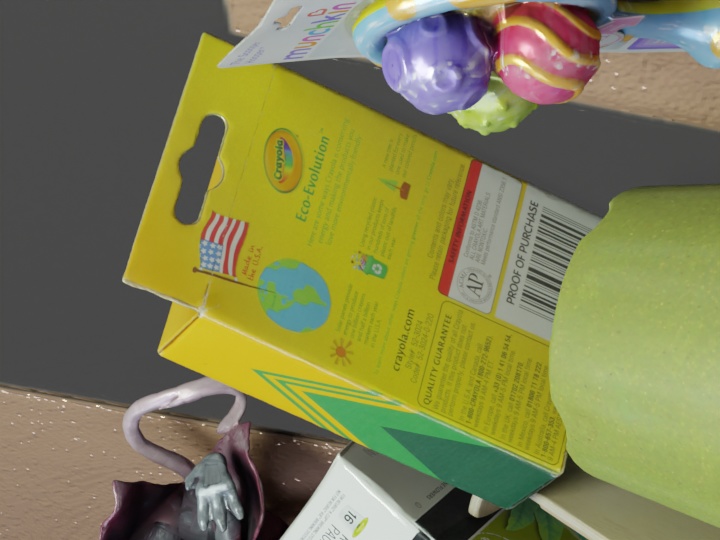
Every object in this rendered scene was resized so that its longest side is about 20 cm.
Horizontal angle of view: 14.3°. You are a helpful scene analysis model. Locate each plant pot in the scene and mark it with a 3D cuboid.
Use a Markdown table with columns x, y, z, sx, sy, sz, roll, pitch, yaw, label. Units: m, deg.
| x | y | z | sx | sy | sz | roll | pitch | yaw | label |
| --- | --- | --- | --- | --- | --- | --- | --- | --- | --- |
| 0.182 | 0.040 | 1.127 | 0.189 | 0.201 | 0.200 | 9 | 152 | 34 | plant pot |

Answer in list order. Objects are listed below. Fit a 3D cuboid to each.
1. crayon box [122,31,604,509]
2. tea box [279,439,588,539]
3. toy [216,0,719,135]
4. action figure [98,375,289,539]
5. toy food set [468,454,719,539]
| x | y | z | sx | sy | sz | roll | pitch | yaw | label |
| --- | --- | --- | --- | --- | --- | --- | --- | --- | --- |
| 0.000 | 0.000 | 1.181 | 0.199 | 0.127 | 0.051 | 25 | 149 | -15 | crayon box |
| 0.038 | 0.192 | 1.311 | 0.197 | 0.134 | 0.200 | 41 | 120 | 9 | tea box |
| 0.062 | -0.077 | 1.010 | 0.199 | 0.047 | 0.115 | -7 | 168 | -20 | toy |
| -0.081 | 0.147 | 1.500 | 0.133 | 0.150 | 0.200 | -13 | 169 | 15 | action figure |
| 0.162 | 0.116 | 1.212 | 0.200 | 0.143 | 0.061 | 31 | 133 | 41 | toy food set |
